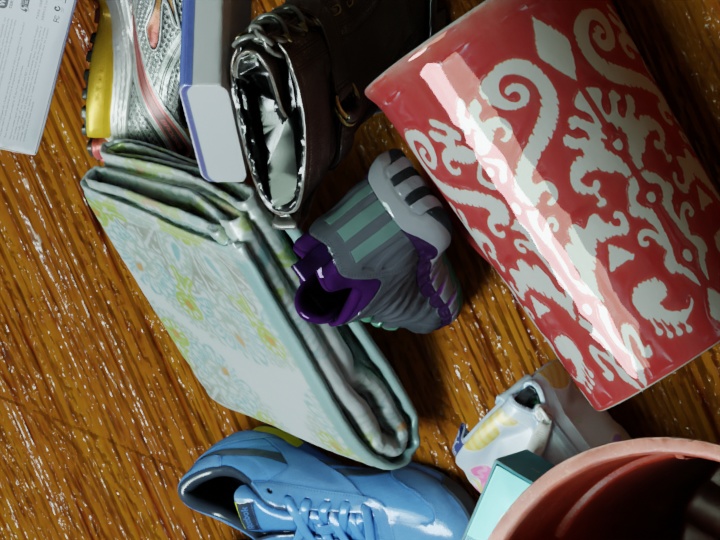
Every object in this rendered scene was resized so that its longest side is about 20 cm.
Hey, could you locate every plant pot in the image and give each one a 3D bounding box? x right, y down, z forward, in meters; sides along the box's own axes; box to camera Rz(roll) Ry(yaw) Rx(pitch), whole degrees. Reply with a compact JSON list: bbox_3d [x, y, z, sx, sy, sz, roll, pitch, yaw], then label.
[{"bbox_3d":[0.175,0.158,1.275,0.200,0.195,0.202,4,98,27],"label":"plant pot"}]

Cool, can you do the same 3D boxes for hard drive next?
[{"bbox_3d":[-0.074,-0.164,1.490,0.132,0.025,0.201,83,-172,-71],"label":"hard drive"}]

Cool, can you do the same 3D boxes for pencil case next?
[{"bbox_3d":[0.140,0.140,1.502,0.200,0.083,0.091,50,153,14],"label":"pencil case"}]

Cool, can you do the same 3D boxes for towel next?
[{"bbox_3d":[-0.063,0.019,1.611,0.171,0.048,0.201,21,148,50],"label":"towel"}]

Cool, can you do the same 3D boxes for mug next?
[{"bbox_3d":[0.112,-0.042,1.444,0.133,0.178,0.201,-33,88,3],"label":"mug"}]

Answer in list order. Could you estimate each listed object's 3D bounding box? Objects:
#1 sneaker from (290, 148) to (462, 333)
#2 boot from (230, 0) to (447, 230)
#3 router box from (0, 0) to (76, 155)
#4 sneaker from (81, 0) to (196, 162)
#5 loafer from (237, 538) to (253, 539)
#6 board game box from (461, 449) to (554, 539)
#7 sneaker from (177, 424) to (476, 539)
[{"bbox_3d":[0.000,0.000,1.509,0.075,0.087,0.200,53,173,18],"label":"sneaker"},{"bbox_3d":[-0.015,-0.140,1.452,0.069,0.174,0.201,2,113,27],"label":"boot"},{"bbox_3d":[-0.174,-0.197,1.591,0.049,0.180,0.201,13,126,-8],"label":"router box"},{"bbox_3d":[-0.107,-0.156,1.625,0.082,0.078,0.201,9,112,11],"label":"sneaker"},{"bbox_3d":[-0.031,0.242,1.718,0.200,0.070,0.068,39,131,24],"label":"loafer"},{"bbox_3d":[0.131,0.205,1.438,0.199,0.047,0.152,29,106,21],"label":"board game box"},{"bbox_3d":[-0.020,0.143,1.661,0.199,0.078,0.066,13,115,38],"label":"sneaker"}]
